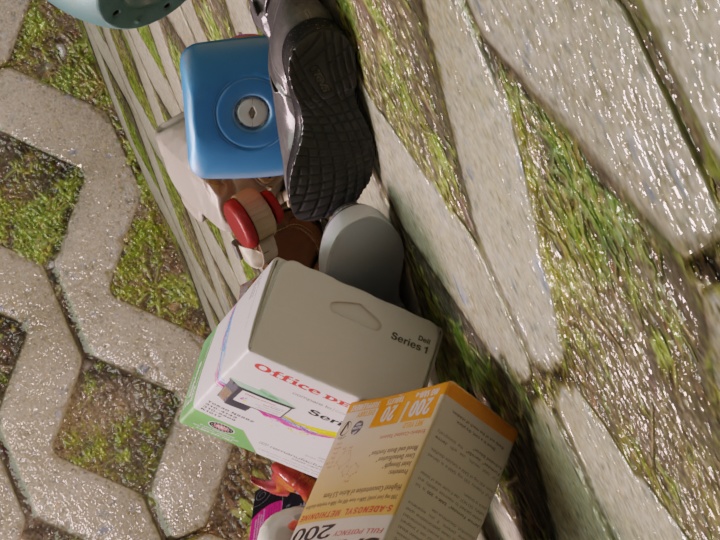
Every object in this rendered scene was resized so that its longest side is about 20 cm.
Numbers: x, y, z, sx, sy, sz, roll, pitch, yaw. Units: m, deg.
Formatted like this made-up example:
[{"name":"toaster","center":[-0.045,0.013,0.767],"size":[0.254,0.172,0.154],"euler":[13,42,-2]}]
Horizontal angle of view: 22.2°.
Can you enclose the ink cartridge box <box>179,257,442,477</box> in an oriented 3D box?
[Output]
[{"name":"ink cartridge box","center":[-0.043,0.084,1.451],"size":[0.200,0.144,0.084],"euler":[135,156,-61]}]

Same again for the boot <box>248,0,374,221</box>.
[{"name":"boot","center":[-0.043,-0.145,1.378],"size":[0.200,0.070,0.132],"euler":[93,157,-46]}]

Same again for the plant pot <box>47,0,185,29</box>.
[{"name":"plant pot","center":[-0.217,-0.306,1.580],"size":[0.161,0.200,0.201],"euler":[48,164,22]}]

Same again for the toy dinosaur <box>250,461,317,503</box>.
[{"name":"toy dinosaur","center":[-0.051,0.196,1.699],"size":[0.105,0.200,0.181],"euler":[57,-155,12]}]

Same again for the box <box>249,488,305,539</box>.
[{"name":"box","center":[-0.031,0.294,1.869],"size":[0.115,0.132,0.200],"euler":[50,-159,-25]}]

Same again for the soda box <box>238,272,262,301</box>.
[{"name":"soda box","center":[-0.086,0.058,1.896],"size":[0.069,0.063,0.200],"euler":[58,-170,-17]}]

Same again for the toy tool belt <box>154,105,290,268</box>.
[{"name":"toy tool belt","center":[-0.090,-0.096,1.615],"size":[0.200,0.123,0.125],"euler":[39,154,54]}]

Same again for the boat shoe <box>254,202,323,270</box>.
[{"name":"boat shoe","center":[-0.052,0.002,1.753],"size":[0.068,0.072,0.200],"euler":[62,-179,27]}]

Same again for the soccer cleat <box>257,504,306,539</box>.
[{"name":"soccer cleat","center":[-0.054,0.243,1.648],"size":[0.200,0.077,0.070],"euler":[6,-96,-67]}]

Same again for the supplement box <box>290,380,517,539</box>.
[{"name":"supplement box","center":[0.015,0.185,1.281],"size":[0.073,0.200,0.126],"euler":[37,150,-24]}]

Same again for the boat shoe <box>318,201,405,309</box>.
[{"name":"boat shoe","center":[0.000,0.000,1.464],"size":[0.066,0.070,0.200],"euler":[59,175,34]}]

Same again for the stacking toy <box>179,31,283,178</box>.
[{"name":"stacking toy","center":[-0.095,-0.159,1.547],"size":[0.200,0.109,0.117],"euler":[-107,13,-69]}]
